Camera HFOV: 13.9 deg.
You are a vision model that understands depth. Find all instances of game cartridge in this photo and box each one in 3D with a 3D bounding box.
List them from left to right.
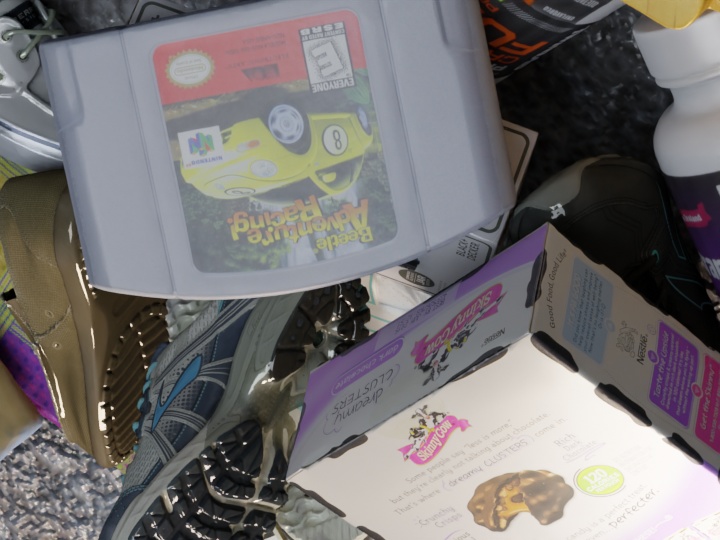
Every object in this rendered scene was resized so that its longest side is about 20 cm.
[{"bbox_3d":[-0.036,-0.057,1.329,0.200,0.041,0.133,-11,101,8],"label":"game cartridge"}]

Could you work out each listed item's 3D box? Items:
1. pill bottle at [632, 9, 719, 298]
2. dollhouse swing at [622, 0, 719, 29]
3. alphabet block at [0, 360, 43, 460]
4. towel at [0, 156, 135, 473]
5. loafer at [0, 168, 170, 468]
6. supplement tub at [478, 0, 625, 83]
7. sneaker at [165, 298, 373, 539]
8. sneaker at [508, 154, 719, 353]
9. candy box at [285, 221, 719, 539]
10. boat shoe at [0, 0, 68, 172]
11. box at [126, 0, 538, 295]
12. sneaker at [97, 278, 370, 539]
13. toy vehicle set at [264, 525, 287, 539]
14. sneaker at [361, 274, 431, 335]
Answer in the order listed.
[{"bbox_3d":[0.203,-0.040,1.371,0.111,0.111,0.200,-18,105,30],"label":"pill bottle"},{"bbox_3d":[0.197,-0.193,1.246,0.176,0.200,0.182,13,119,19],"label":"dollhouse swing"},{"bbox_3d":[-0.335,0.077,1.607,0.195,0.196,0.200,-26,102,41],"label":"alphabet block"},{"bbox_3d":[-0.169,0.009,1.618,0.200,0.023,0.144,38,123,3],"label":"towel"},{"bbox_3d":[-0.144,0.019,1.546,0.067,0.076,0.200,23,137,27],"label":"loafer"},{"bbox_3d":[0.053,-0.141,1.385,0.200,0.107,0.107,-31,99,44],"label":"supplement tub"},{"bbox_3d":[-0.039,0.080,1.540,0.070,0.100,0.200,-26,59,1],"label":"sneaker"},{"bbox_3d":[0.135,0.012,1.391,0.075,0.200,0.079,-34,56,8],"label":"sneaker"},{"bbox_3d":[0.096,0.089,1.363,0.200,0.072,0.168,36,134,-24],"label":"candy box"},{"bbox_3d":[-0.188,-0.113,1.535,0.200,0.074,0.067,29,123,9],"label":"boat shoe"},{"bbox_3d":[-0.023,-0.055,1.408,0.200,0.060,0.117,19,163,4],"label":"box"},{"bbox_3d":[-0.075,0.079,1.463,0.086,0.200,0.078,19,158,43],"label":"sneaker"},{"bbox_3d":[0.013,0.193,1.622,0.124,0.027,0.200,-24,103,31],"label":"toy vehicle set"},{"bbox_3d":[0.000,0.000,1.509,0.200,0.070,0.080,40,126,2],"label":"sneaker"}]
